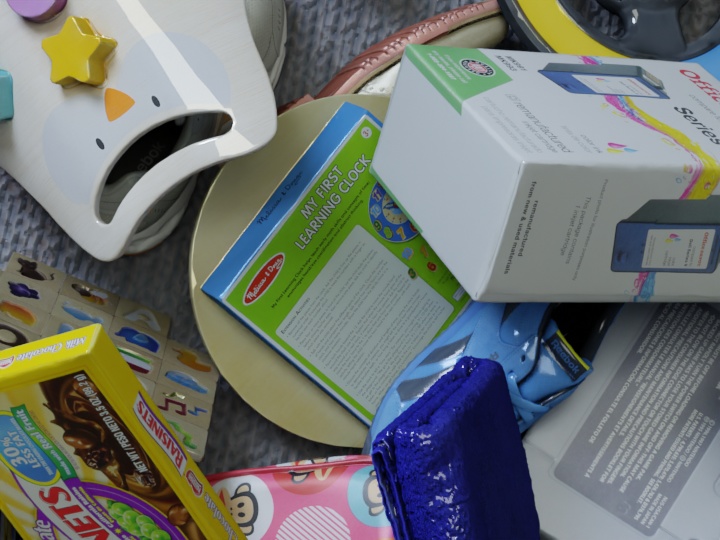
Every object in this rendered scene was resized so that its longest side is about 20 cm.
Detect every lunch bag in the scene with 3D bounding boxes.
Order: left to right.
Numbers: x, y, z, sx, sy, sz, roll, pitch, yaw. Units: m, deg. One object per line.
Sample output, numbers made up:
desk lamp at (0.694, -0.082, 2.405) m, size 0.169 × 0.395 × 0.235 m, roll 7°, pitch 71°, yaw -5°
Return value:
lunch bag at (-0.041, 0.203, 1.125) m, size 0.176 × 0.082 × 0.201 m, roll -8°, pitch 70°, yaw 19°

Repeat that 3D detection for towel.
towel at (0.059, 0.156, 1.099) m, size 0.049 × 0.148 × 0.201 m, roll -9°, pitch 99°, yaw 18°

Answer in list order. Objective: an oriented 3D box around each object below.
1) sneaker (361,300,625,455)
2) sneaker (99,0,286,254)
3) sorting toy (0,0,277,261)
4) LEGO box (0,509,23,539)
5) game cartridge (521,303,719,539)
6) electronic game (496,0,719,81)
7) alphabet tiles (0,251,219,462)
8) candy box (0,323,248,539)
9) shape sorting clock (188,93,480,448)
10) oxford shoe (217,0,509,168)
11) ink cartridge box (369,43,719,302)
sneaker at (0.076, 0.063, 1.177) m, size 0.066 × 0.078 × 0.200 m, roll 44°, pitch 82°, yaw -26°
sneaker at (-0.099, -0.106, 1.234) m, size 0.076 × 0.092 × 0.200 m, roll 24°, pitch 72°, yaw 5°
sorting toy at (-0.135, -0.108, 1.150) m, size 0.200 × 0.107 × 0.180 m, roll -37°, pitch 73°, yaw 11°
LEGO box at (-0.219, 0.174, 1.106) m, size 0.077 × 0.149 × 0.201 m, roll -2°, pitch 72°, yaw -2°
game cartridge at (0.176, 0.087, 1.210) m, size 0.133 × 0.041 × 0.200 m, roll 32°, pitch 73°, yaw 12°
electronic game at (0.168, -0.189, 1.279) m, size 0.199 × 0.042 × 0.201 m, roll 5°, pitch 72°, yaw -16°
alphabet tiles at (-0.156, 0.043, 1.136) m, size 0.166 × 0.200 × 0.006 m, roll 22°, pitch 108°, yaw -7°
candy box at (-0.124, 0.115, 1.049) m, size 0.102 × 0.200 × 0.026 m, roll -14°, pitch 35°, yaw 25°
shape sorting clock at (0.000, 0.000, 1.208) m, size 0.199 × 0.039 × 0.201 m, roll -1°, pitch 92°, yaw -19°
oxford shoe at (0.013, -0.092, 1.257) m, size 0.200 × 0.071 × 0.074 m, roll -34°, pitch 98°, yaw -10°
ink cartridge box at (0.128, -0.052, 1.154) m, size 0.199 × 0.088 × 0.145 m, roll 3°, pitch 29°, yaw -27°
